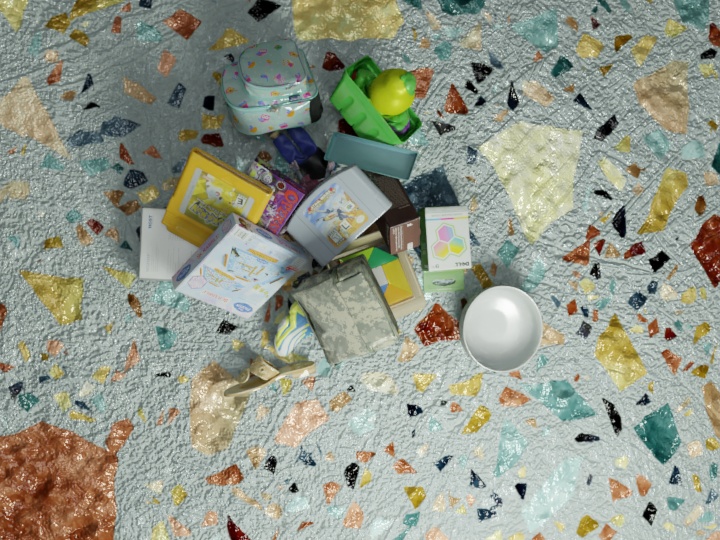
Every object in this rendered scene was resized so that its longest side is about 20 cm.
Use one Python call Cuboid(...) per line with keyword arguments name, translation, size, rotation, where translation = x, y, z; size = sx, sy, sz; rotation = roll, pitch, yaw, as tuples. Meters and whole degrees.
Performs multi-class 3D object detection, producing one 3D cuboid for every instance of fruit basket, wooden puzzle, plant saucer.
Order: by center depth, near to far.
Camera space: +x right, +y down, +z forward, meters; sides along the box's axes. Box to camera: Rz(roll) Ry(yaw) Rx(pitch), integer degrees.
Cuboid(name="fruit basket", translation=(0.057, -0.377, 1.514), size=(0.216, 0.216, 0.156), rotation=(50, 39, -8))
Cuboid(name="plant saucer", translation=(0.023, -0.246, 1.521), size=(0.200, 0.019, 0.070), rotation=(17, 79, 14))
Cuboid(name="wooden puzzle", translation=(0.034, 0.019, 1.545), size=(0.185, 0.037, 0.200), rotation=(-21, 91, -15))

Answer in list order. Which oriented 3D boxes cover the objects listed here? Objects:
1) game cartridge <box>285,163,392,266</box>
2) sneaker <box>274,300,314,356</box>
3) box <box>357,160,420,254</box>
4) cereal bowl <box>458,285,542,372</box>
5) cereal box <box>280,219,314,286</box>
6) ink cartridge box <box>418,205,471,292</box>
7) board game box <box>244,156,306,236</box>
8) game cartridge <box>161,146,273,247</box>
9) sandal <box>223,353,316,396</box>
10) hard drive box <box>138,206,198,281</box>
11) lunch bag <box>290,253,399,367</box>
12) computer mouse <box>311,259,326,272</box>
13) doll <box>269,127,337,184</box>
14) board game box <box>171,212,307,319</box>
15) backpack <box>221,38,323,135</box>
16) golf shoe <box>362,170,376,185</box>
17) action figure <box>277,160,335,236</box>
Cuboid(name="game cartridge", translation=(-0.051, -0.118, 1.442), size=(0.200, 0.042, 0.133), rotation=(-42, 108, 12))
Cuboid(name="sneaker", translation=(-0.112, 0.118, 1.534), size=(0.105, 0.076, 0.200), rotation=(31, 105, 19))
Cuboid(name="box", translation=(0.061, -0.145, 1.530), size=(0.075, 0.100, 0.200), rotation=(-20, 56, -10))
Cuboid(name="cereal bowl", translation=(0.320, 0.133, 1.642), size=(0.200, 0.083, 0.200), rotation=(0, 92, -10))
Cuboid(name="cereal box", translation=(-0.169, -0.068, 1.567), size=(0.144, 0.040, 0.200), rotation=(8, 90, -12))
Cuboid(name="ink cartridge box", translation=(0.197, -0.049, 1.627), size=(0.104, 0.059, 0.200), rotation=(-4, 92, -11))
Cuboid(name="board game box", translation=(-0.209, -0.123, 1.429), size=(0.120, 0.032, 0.200), rotation=(31, 124, -12))
Cuboid(name="game cartridge", translation=(-0.293, -0.124, 1.411), size=(0.176, 0.032, 0.200), rotation=(29, 121, -6))
Cuboid(name="sandal", translation=(-0.205, 0.214, 1.547), size=(0.211, 0.078, 0.070), rotation=(-13, 100, -18))
Cuboid(name="hard drive box", translation=(-0.370, -0.053, 1.511), size=(0.200, 0.077, 0.156), rotation=(3, 90, -11))
Cuboid(name="lunch bag", translation=(-0.032, 0.082, 1.438), size=(0.168, 0.139, 0.200), rotation=(-25, 100, 5))
Cuboid(name="computer mouse", translation=(0.000, 0.000, 1.580), size=(0.200, 0.053, 0.139), rotation=(43, 74, -16))
Cuboid(name="doll", translation=(-0.108, -0.247, 1.569), size=(0.136, 0.048, 0.200), rotation=(-40, 99, 2))
Cuboid(name="board game box", translation=(-0.247, -0.003, 1.443), size=(0.199, 0.041, 0.200), rotation=(-43, 136, 18))
Cuboid(name="backpack", translation=(-0.197, -0.386, 1.489), size=(0.200, 0.153, 0.176), rotation=(-18, 60, -1))
Cuboid(name="golf shoe", translation=(-0.044, -0.138, 1.504), size=(0.077, 0.088, 0.200), rotation=(34, 103, -21))
Cuboid(name="action figure", translation=(-0.112, -0.158, 1.496), size=(0.200, 0.134, 0.149), rotation=(-17, 109, -24))
